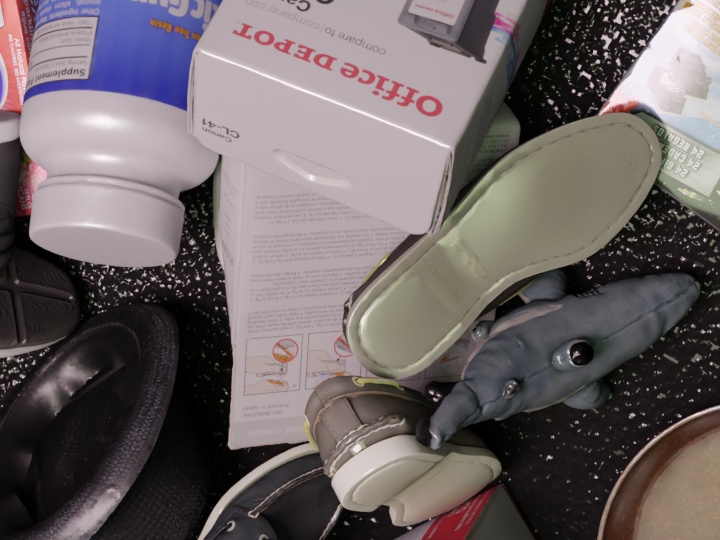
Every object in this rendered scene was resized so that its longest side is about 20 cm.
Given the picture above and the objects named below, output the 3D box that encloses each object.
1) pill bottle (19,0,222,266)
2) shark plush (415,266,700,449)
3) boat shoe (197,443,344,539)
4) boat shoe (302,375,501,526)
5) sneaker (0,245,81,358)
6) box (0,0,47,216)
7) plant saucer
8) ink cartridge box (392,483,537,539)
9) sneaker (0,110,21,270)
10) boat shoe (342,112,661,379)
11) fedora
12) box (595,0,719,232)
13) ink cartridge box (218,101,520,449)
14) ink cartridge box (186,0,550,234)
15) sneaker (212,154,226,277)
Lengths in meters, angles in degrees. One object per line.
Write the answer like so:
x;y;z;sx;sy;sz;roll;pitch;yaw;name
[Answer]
-0.127;-0.108;1.053;0.112;0.112;0.201;2;75;14;pill bottle
0.098;0.040;1.036;0.083;0.199;0.091;-13;88;48;shark plush
-0.070;0.180;1.075;0.199;0.066;0.075;-37;124;-18;boat shoe
0.025;0.099;1.062;0.072;0.202;0.060;-36;70;9;boat shoe
-0.277;0.038;1.161;0.115;0.200;0.076;126;138;-54;sneaker
-0.222;-0.132;1.118;0.099;0.095;0.201;-6;101;16;box
0.237;0.167;1.098;0.199;0.034;0.201;3;103;13;plant saucer
0.023;0.247;1.110;0.200;0.145;0.146;-30;93;18;ink cartridge box
-0.277;-0.024;1.036;0.199;0.071;0.100;-10;105;-18;sneaker
0.073;-0.020;1.040;0.201;0.061;0.072;-36;100;0;boat shoe
-0.149;0.118;1.125;0.200;0.201;0.092;-36;119;18;fedora
0.243;-0.074;1.041;0.200;0.040;0.137;37;107;4;box
0.000;0.000;1.087;0.160;0.050;0.201;-4;122;-17;ink cartridge box
0.016;-0.139;1.004;0.147;0.200;0.086;21;148;7;ink cartridge box
-0.048;-0.084;1.097;0.073;0.071;0.201;2;102;14;sneaker
